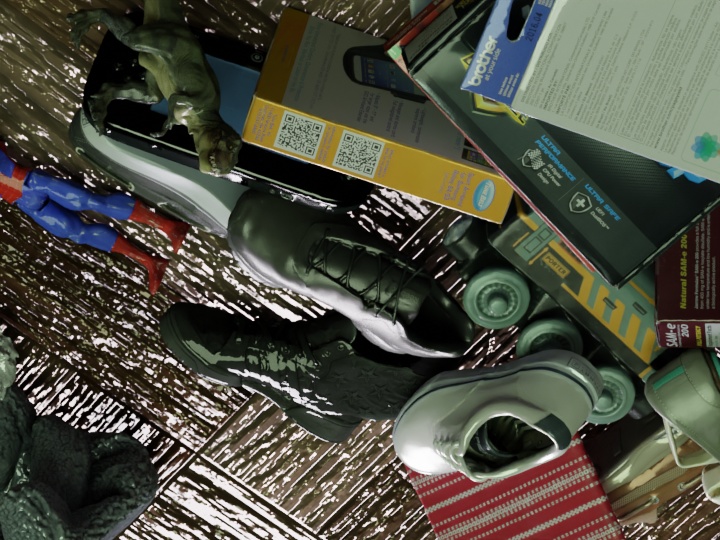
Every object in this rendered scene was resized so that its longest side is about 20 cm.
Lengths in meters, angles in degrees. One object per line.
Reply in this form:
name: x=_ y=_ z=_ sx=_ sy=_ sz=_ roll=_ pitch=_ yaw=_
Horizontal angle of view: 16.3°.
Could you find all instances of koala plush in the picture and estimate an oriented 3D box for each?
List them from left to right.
koala plush: x=-0.265 y=0.138 z=1.834 sx=0.200 sy=0.184 sz=0.177 roll=46 pitch=134 yaw=3

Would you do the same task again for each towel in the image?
towel: x=0.114 y=0.172 z=1.781 sx=0.144 sy=0.022 sz=0.201 roll=-29 pitch=80 yaw=34

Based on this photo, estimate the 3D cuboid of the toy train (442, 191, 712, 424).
toy train: x=0.151 y=0.017 z=1.711 sx=0.200 sy=0.085 sz=0.114 roll=41 pitch=111 yaw=-18

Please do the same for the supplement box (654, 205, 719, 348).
supplement box: x=0.293 y=-0.007 z=1.645 sx=0.199 sy=0.109 sz=0.061 roll=1 pitch=160 yaw=9

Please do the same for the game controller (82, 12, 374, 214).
game controller: x=-0.080 y=-0.105 z=1.651 sx=0.199 sy=0.105 sz=0.042 roll=19 pitch=150 yaw=-4

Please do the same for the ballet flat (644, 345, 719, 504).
ballet flat: x=0.252 y=0.125 z=1.726 sx=0.064 sy=0.068 sz=0.200 roll=-30 pitch=130 yaw=11

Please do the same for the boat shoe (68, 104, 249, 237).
boat shoe: x=-0.111 y=-0.059 z=1.713 sx=0.199 sy=0.070 sz=0.066 roll=26 pitch=154 yaw=-22

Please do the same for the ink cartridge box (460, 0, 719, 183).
ink cartridge box: x=0.166 y=-0.130 z=1.455 sx=0.199 sy=0.042 sz=0.120 roll=17 pitch=108 yaw=-16

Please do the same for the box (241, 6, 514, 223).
box: x=0.030 y=-0.098 z=1.627 sx=0.199 sy=0.119 sz=0.042 roll=20 pitch=125 yaw=-3

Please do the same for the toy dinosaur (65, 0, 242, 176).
toy dinosaur: x=-0.136 y=-0.137 z=1.598 sx=0.088 sy=0.201 sz=0.047 roll=-15 pitch=162 yaw=-6

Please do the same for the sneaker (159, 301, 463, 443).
sneaker: x=-0.034 y=0.055 z=1.780 sx=0.199 sy=0.060 sz=0.104 roll=31 pitch=124 yaw=-18

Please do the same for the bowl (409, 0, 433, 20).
bowl: x=0.133 y=-0.185 z=1.568 sx=0.200 sy=0.091 sz=0.202 roll=4 pitch=125 yaw=6

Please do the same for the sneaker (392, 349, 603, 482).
sneaker: x=0.079 y=0.108 z=1.710 sx=0.073 sy=0.071 sz=0.200 roll=45 pitch=143 yaw=-12

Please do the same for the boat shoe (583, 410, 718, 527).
boat shoe: x=0.188 y=0.156 z=1.801 sx=0.072 sy=0.076 sz=0.200 roll=41 pitch=122 yaw=-20

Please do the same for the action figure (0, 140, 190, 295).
action figure: x=-0.224 y=-0.038 z=1.727 sx=0.199 sy=0.099 sz=0.065 roll=28 pitch=123 yaw=-6

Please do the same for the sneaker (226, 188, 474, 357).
sneaker: x=0.000 y=0.000 z=1.679 sx=0.200 sy=0.091 sz=0.076 roll=28 pitch=85 yaw=-33

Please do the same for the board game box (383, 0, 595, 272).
board game box: x=0.118 y=-0.100 z=1.545 sx=0.103 sy=0.019 sz=0.200 roll=-41 pitch=111 yaw=10

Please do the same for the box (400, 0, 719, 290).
box: x=0.147 y=-0.110 z=1.508 sx=0.159 sy=0.046 sz=0.200 roll=-41 pitch=111 yaw=11
